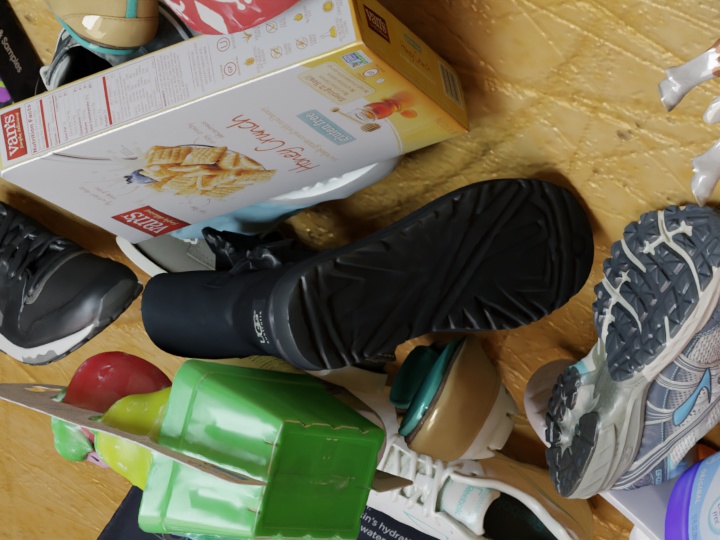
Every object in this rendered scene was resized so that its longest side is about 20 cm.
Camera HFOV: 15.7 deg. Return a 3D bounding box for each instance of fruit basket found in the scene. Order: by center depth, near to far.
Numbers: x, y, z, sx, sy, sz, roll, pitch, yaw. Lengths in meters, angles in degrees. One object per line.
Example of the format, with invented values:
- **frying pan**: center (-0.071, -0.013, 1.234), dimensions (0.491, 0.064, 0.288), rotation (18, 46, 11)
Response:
- **fruit basket**: center (-0.098, 0.090, 1.352), dimensions (0.199, 0.095, 0.185), rotation (9, 179, 30)

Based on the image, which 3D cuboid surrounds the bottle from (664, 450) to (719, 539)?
- **bottle**: center (0.246, 0.109, 1.354), dimensions (0.065, 0.084, 0.200), rotation (35, 138, -23)

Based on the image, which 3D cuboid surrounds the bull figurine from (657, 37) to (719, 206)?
- **bull figurine**: center (0.220, -0.035, 1.190), dimensions (0.121, 0.065, 0.201), rotation (-21, 118, 14)

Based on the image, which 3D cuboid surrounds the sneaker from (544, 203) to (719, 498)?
- **sneaker**: center (0.165, 0.040, 1.366), dimensions (0.086, 0.078, 0.201), rotation (2, 138, -22)

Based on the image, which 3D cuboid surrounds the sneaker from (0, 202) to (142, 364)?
- **sneaker**: center (-0.213, 0.001, 1.594), dimensions (0.199, 0.076, 0.088), rotation (-1, 127, 54)

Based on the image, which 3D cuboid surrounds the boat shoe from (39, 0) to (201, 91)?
- **boat shoe**: center (-0.136, -0.107, 1.380), dimensions (0.072, 0.071, 0.200), rotation (56, 158, -5)

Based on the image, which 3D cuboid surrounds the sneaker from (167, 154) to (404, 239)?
- **sneaker**: center (-0.046, -0.060, 1.420), dimensions (0.199, 0.075, 0.082), rotation (-6, 167, 36)

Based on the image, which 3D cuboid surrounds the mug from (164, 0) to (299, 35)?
- **mug**: center (-0.092, -0.200, 1.167), dimensions (0.133, 0.178, 0.200), rotation (-30, 124, 14)

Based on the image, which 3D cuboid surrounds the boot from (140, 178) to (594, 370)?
- **boot**: center (0.000, 0.000, 1.375), dimensions (0.168, 0.199, 0.077), rotation (5, 111, 59)

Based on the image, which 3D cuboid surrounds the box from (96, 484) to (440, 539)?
- **box**: center (-0.048, 0.178, 1.596), dimensions (0.196, 0.201, 0.118), rotation (31, 147, 3)

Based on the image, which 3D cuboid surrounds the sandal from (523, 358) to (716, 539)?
- **sandal**: center (0.170, 0.130, 1.470), dimensions (0.206, 0.079, 0.059), rotation (42, 149, 1)

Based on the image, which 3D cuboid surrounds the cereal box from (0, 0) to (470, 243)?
- **cereal box**: center (-0.062, -0.073, 1.293), dimensions (0.199, 0.040, 0.144), rotation (-19, 160, 19)

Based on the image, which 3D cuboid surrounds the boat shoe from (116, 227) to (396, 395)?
- **boat shoe**: center (-0.056, 0.004, 1.499), dimensions (0.201, 0.061, 0.072), rotation (29, -170, 32)

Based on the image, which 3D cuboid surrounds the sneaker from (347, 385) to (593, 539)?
- **sneaker**: center (0.047, 0.121, 1.530), dimensions (0.199, 0.071, 0.080), rotation (22, -175, 0)

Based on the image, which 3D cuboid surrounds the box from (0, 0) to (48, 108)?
- **box**: center (-0.266, -0.151, 1.500), dimensions (0.142, 0.036, 0.201), rotation (7, 138, 34)

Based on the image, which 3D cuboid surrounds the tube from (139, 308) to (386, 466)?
- **tube**: center (-0.053, 0.064, 1.510), dimensions (0.200, 0.052, 0.058), rotation (37, 162, 52)

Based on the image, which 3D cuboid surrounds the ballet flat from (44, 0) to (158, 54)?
- **ballet flat**: center (-0.154, -0.174, 1.325), dimensions (0.200, 0.068, 0.063), rotation (38, 125, 45)

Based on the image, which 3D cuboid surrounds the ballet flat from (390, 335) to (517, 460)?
- **ballet flat**: center (0.057, 0.071, 1.426), dimensions (0.063, 0.069, 0.200), rotation (30, -178, -3)
